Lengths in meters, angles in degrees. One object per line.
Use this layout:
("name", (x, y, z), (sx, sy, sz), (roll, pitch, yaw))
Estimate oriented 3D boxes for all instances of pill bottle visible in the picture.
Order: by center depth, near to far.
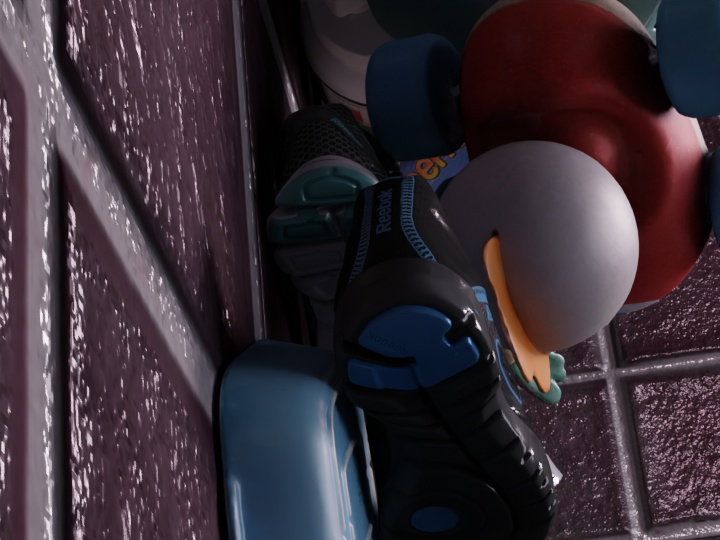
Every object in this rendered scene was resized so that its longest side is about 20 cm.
("pill bottle", (0.021, -0.150, 1.096), (0.200, 0.116, 0.117), (65, 18, -77))

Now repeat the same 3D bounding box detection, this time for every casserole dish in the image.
("casserole dish", (-0.018, 0.087, 0.632), (0.200, 0.039, 0.122), (-39, 121, -86))

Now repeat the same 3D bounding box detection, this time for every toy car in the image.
("toy car", (0.092, -0.013, 0.783), (0.177, 0.184, 0.200), (63, 34, -36))

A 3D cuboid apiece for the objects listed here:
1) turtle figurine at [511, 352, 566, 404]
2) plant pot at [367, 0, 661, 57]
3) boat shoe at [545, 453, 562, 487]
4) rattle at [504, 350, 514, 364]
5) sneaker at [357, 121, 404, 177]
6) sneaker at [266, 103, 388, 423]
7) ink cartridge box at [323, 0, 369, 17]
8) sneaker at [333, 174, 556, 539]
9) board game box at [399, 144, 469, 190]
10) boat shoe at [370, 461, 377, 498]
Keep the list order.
("turtle figurine", (0.058, 0.088, 1.177), (0.200, 0.100, 0.151), (8, -96, 65))
("plant pot", (0.126, -0.166, 0.904), (0.161, 0.200, 0.201), (43, -19, 30))
("boat shoe", (0.035, 0.119, 0.890), (0.068, 0.073, 0.199), (54, -25, 7))
("rattle", (0.023, 0.049, 1.008), (0.130, 0.143, 0.200), (38, -13, 7))
("sneaker", (0.012, 0.009, 0.921), (0.085, 0.078, 0.201), (-88, 169, -71))
("sneaker", (0.000, 0.000, 0.829), (0.201, 0.077, 0.091), (80, 0, -45))
("ink cartridge box", (0.016, -0.258, 0.917), (0.084, 0.145, 0.200), (53, -13, 31))
("sneaker", (0.035, 0.048, 0.662), (0.200, 0.073, 0.082), (78, 7, -49))
("board game box", (0.068, -0.069, 1.149), (0.034, 0.200, 0.135), (45, -4, 11))
("boat shoe", (0.010, 0.160, 0.742), (0.200, 0.074, 0.074), (-82, 176, -50))
